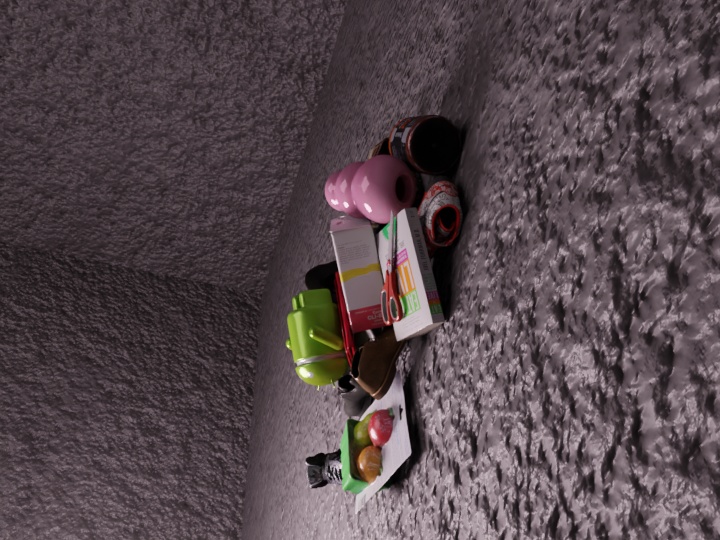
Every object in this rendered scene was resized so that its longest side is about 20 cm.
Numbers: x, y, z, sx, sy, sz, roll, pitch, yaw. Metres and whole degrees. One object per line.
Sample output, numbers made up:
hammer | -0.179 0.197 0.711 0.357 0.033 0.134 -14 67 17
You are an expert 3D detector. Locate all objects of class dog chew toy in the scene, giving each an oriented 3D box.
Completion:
dog chew toy | 0.009 -0.153 1.240 0.198 0.124 0.127 5 82 44

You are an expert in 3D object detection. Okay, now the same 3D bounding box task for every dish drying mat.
dish drying mat | -0.030 0.098 1.311 0.202 0.018 0.078 -102 -2 -45

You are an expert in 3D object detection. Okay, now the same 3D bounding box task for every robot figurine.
robot figurine | -0.086 0.143 1.344 0.175 0.114 0.204 -28 70 59

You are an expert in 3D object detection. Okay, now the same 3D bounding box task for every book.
book | 0.087 0.009 1.150 0.134 0.047 0.204 137 122 -63

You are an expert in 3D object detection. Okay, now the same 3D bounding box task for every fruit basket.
fruit basket | 0.038 0.315 1.199 0.201 0.093 0.187 -51 27 30

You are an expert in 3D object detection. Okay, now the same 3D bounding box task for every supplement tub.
supplement tub | 0.114 -0.242 1.254 0.200 0.105 0.109 -137 60 -73

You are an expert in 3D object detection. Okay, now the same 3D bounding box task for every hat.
hat | -0.031 0.052 1.492 0.202 0.197 0.082 -101 6 -58

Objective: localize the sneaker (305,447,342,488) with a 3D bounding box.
sneaker | -0.052 0.418 1.344 0.200 0.112 0.077 157 104 -76

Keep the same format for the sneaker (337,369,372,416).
sneaker | -0.012 0.252 1.387 0.201 0.089 0.077 115 151 -49

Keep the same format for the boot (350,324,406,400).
boot | 0.037 0.145 1.244 0.074 0.075 0.201 -46 15 39

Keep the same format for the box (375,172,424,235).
box | 0.080 -0.129 1.435 0.138 0.037 0.202 -96 22 -50

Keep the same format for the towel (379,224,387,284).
towel | 0.069 -0.051 1.310 0.112 0.048 0.204 148 118 -73

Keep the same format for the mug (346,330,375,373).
mug | -0.053 0.183 1.526 0.200 0.132 0.180 -153 87 -79

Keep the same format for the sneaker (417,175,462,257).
sneaker | 0.120 -0.058 1.160 0.109 0.066 0.204 -96 24 -57

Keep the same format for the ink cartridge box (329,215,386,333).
ink cartridge box | 0.000 0.000 1.292 0.145 0.082 0.204 -97 -5 -75

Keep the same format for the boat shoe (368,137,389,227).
boat shoe | 0.041 -0.196 1.430 0.072 0.071 0.203 139 146 -70

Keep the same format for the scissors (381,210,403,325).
scissors | 0.049 -0.003 1.164 0.073 0.014 0.204 179 85 -69

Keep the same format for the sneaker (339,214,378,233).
sneaker | -0.020 -0.065 1.454 0.074 0.099 0.203 -11 59 50
